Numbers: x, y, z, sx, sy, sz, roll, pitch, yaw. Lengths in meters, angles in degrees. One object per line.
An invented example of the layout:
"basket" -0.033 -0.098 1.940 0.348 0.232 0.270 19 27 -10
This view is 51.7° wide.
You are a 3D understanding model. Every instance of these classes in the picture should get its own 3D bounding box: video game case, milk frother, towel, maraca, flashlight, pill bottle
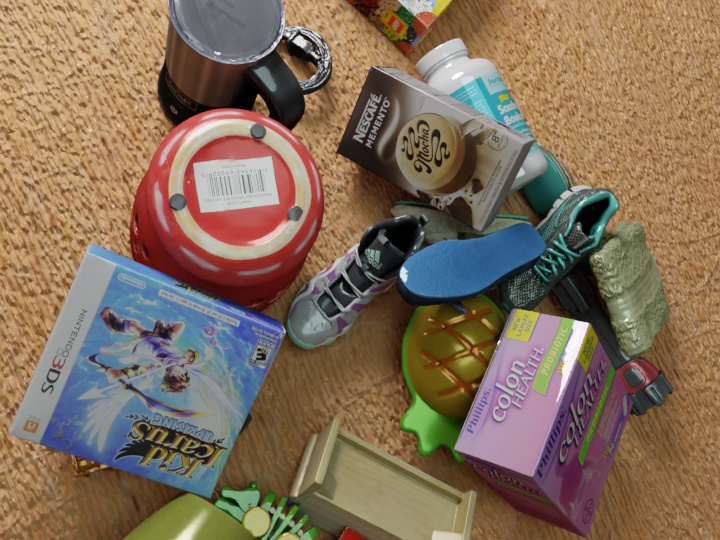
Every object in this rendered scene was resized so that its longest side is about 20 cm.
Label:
"video game case" -0.197 0.099 0.703 0.198 0.045 0.183 24 96 -19
"milk frother" -0.115 -0.255 0.832 0.179 0.188 0.202 31 70 -11
"towel" 0.350 0.016 0.952 0.199 0.036 0.150 -24 94 -54
"maraca" 0.110 0.119 0.869 0.135 0.107 0.203 12 78 -6
"flashlight" 0.325 0.090 0.975 0.068 0.068 0.201 -30 83 -31
"pill bottle" 0.146 -0.189 0.948 0.110 0.111 0.202 -28 88 -22

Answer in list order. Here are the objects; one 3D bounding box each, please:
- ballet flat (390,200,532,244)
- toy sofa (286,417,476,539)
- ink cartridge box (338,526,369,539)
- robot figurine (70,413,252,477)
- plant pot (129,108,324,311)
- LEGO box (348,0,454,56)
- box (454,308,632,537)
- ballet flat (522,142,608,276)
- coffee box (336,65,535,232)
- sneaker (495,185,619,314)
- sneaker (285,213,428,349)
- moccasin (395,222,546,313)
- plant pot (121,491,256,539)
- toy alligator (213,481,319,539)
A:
"ballet flat" 0.132 -0.046 0.937 0.197 0.067 0.063 6 86 -17
"toy sofa" 0.022 0.257 0.830 0.198 0.098 0.083 29 47 -10
"ink cartridge box" 0.029 0.395 0.789 0.199 0.050 0.163 38 73 -19
"robot figurine" -0.208 0.137 0.780 0.198 0.058 0.147 -15 87 -21
"plant pot" -0.140 -0.054 0.784 0.198 0.182 0.203 3 79 -18
"LEGO box" 0.075 -0.416 0.992 0.149 0.077 0.201 39 69 -6
"box" 0.216 0.175 0.846 0.200 0.096 0.177 48 62 -43
"ballet flat" 0.277 -0.086 1.004 0.065 0.070 0.202 -30 91 -49
"coffee box" 0.087 -0.146 0.874 0.199 0.080 0.114 30 112 14
"sneaker" 0.241 -0.031 0.906 0.077 0.091 0.201 39 81 -6
"sneaker" 0.000 0.000 0.836 0.078 0.140 0.200 44 67 3
"moccasin" 0.125 0.007 0.834 0.198 0.068 0.081 -12 63 -26
"plant pot" -0.188 0.321 0.694 0.186 0.187 0.201 37 60 -7
"toy alligator" -0.108 0.252 0.784 0.199 0.059 0.054 37 69 6
